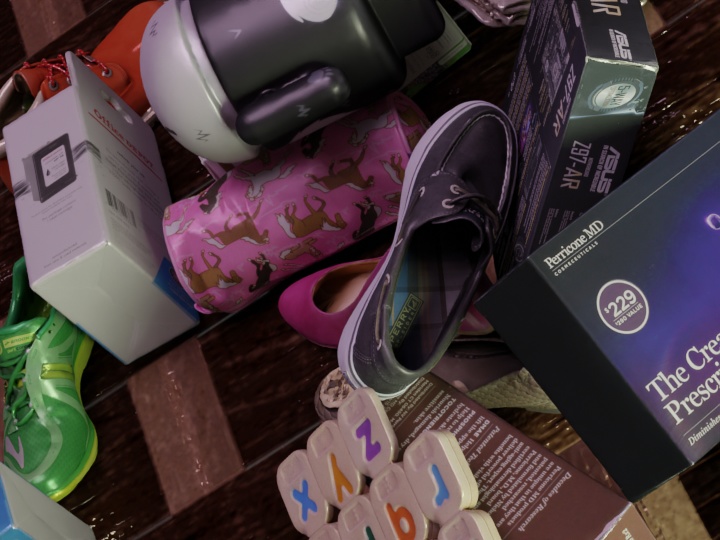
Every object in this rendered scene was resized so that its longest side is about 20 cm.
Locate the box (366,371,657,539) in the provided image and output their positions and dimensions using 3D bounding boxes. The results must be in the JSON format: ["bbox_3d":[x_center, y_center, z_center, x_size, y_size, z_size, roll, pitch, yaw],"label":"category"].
[{"bbox_3d":[0.082,0.137,1.240,0.075,0.100,0.200,-46,46,-10],"label":"box"}]

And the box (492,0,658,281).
[{"bbox_3d":[0.121,-0.086,1.298,0.044,0.200,0.160,7,36,-9],"label":"box"}]

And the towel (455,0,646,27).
[{"bbox_3d":[0.098,-0.225,1.488,0.132,0.034,0.200,-10,38,-26],"label":"towel"}]

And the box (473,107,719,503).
[{"bbox_3d":[0.185,0.009,1.181,0.200,0.079,0.141,-37,83,-30],"label":"box"}]

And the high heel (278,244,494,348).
[{"bbox_3d":[0.000,0.000,1.381,0.200,0.096,0.067,6,52,50],"label":"high heel"}]

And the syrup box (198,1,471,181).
[{"bbox_3d":[-0.031,-0.137,1.524,0.200,0.081,0.079,-40,44,4],"label":"syrup box"}]

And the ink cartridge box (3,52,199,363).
[{"bbox_3d":[-0.188,-0.047,1.533,0.067,0.116,0.200,-30,47,14],"label":"ink cartridge box"}]

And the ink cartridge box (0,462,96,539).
[{"bbox_3d":[-0.279,0.223,1.415,0.200,0.116,0.067,-35,47,8],"label":"ink cartridge box"}]

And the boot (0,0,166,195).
[{"bbox_3d":[-0.208,-0.140,1.630,0.075,0.107,0.200,20,70,43],"label":"boot"}]

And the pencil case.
[{"bbox_3d":[-0.038,-0.045,1.464,0.200,0.083,0.087,-26,48,15],"label":"pencil case"}]

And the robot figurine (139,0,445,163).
[{"bbox_3d":[-0.047,-0.149,1.414,0.200,0.150,0.125,-25,85,9],"label":"robot figurine"}]

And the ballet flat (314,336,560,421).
[{"bbox_3d":[0.054,0.066,1.349,0.200,0.046,0.067,-5,56,31],"label":"ballet flat"}]

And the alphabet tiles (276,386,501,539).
[{"bbox_3d":[0.016,0.175,1.228,0.200,0.015,0.196,-47,59,46],"label":"alphabet tiles"}]

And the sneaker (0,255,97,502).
[{"bbox_3d":[-0.231,0.076,1.508,0.074,0.084,0.200,-20,51,21],"label":"sneaker"}]

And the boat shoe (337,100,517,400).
[{"bbox_3d":[0.049,-0.017,1.255,0.200,0.070,0.066,-61,17,-22],"label":"boat shoe"}]
